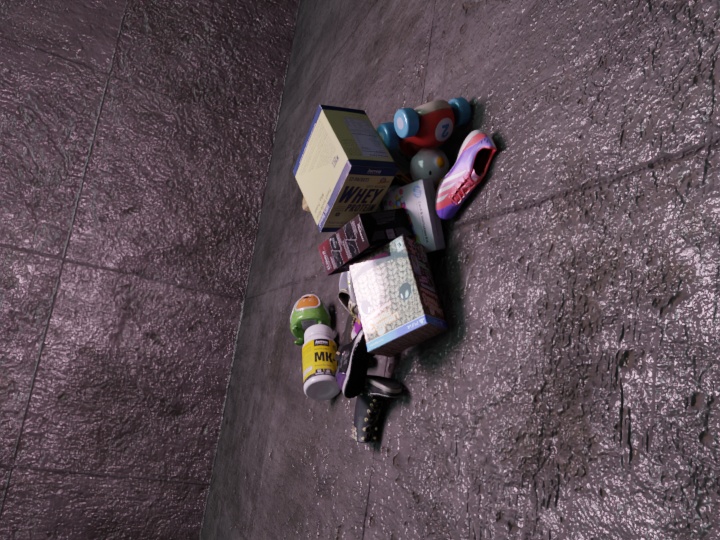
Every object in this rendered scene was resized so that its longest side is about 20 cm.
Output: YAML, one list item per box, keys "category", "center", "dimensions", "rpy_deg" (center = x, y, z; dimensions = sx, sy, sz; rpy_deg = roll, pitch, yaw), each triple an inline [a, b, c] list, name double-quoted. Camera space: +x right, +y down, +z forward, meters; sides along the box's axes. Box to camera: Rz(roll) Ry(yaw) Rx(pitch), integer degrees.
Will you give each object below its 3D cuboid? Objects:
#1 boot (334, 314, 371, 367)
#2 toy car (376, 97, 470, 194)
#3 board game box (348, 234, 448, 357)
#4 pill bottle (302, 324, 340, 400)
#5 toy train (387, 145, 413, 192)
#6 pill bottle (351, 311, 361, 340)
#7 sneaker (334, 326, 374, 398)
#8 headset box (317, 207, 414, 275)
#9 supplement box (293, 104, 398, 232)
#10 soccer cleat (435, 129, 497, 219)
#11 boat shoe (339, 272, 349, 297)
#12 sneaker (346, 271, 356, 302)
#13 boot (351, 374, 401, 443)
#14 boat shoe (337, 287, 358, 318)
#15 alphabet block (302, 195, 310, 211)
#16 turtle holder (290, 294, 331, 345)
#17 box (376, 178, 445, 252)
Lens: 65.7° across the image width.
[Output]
- category: "boot"
  center: [-0.014, 0.187, 1.531]
  dimensions: [0.199, 0.075, 0.144]
  rpy_deg: [-7, 67, 66]
- category: "toy car"
  center: [0.162, -0.266, 1.280]
  dimensions: [0.176, 0.179, 0.207]
  rpy_deg: [-13, 94, 64]
- category: "board game box"
  center: [0.078, 0.058, 1.205]
  dimensions: [0.157, 0.096, 0.206]
  rpy_deg: [-28, 62, 28]
- category: "pill bottle"
  center: [-0.121, 0.274, 1.685]
  dimensions: [0.116, 0.111, 0.204]
  rpy_deg: [-57, 30, 39]
- category: "toy train"
  center: [0.077, -0.267, 1.403]
  dimensions: [0.113, 0.197, 0.087]
  rpy_deg: [-32, 34, 44]
- category: "pill bottle"
  center: [0.056, 0.091, 1.354]
  dimensions: [0.113, 0.109, 0.206]
  rpy_deg: [-125, 52, -61]
- category: "sneaker"
  center: [-0.017, 0.190, 1.306]
  dimensions: [0.087, 0.074, 0.206]
  rpy_deg: [43, 119, 46]
- category: "headset box"
  center: [0.005, -0.062, 1.289]
  dimensions: [0.198, 0.145, 0.080]
  rpy_deg: [-31, 76, 49]
- category: "supplement box"
  center: [-0.041, -0.234, 1.304]
  dimensions: [0.204, 0.130, 0.202]
  rpy_deg: [63, 140, 31]
- category: "soccer cleat"
  center: [0.219, -0.190, 1.172]
  dimensions: [0.204, 0.066, 0.074]
  rpy_deg: [-64, 29, 24]
- category: "boat shoe"
  center: [-0.019, -0.015, 1.672]
  dimensions: [0.065, 0.071, 0.207]
  rpy_deg: [-173, 99, -83]
- category: "sneaker"
  center: [0.000, 0.000, 1.456]
  dimensions: [0.106, 0.073, 0.207]
  rpy_deg: [110, 168, -65]
- category: "boot"
  center: [0.036, 0.335, 1.332]
  dimensions: [0.202, 0.071, 0.160]
  rpy_deg: [171, 106, -67]
- category: "boat shoe"
  center: [-0.009, 0.099, 1.545]
  dimensions: [0.202, 0.058, 0.075]
  rpy_deg: [-136, 37, -63]
- category: "alphabet block"
  center: [-0.056, -0.287, 1.737]
  dimensions: [0.199, 0.189, 0.204]
  rpy_deg: [151, 130, -62]
- category: "turtle holder"
  center: [-0.153, 0.165, 1.827]
  dimensions: [0.138, 0.185, 0.135]
  rpy_deg: [-25, 48, 22]
- category: "box"
  center: [0.102, -0.111, 1.307]
  dimensions: [0.196, 0.040, 0.162]
  rpy_deg: [-11, 91, 49]
